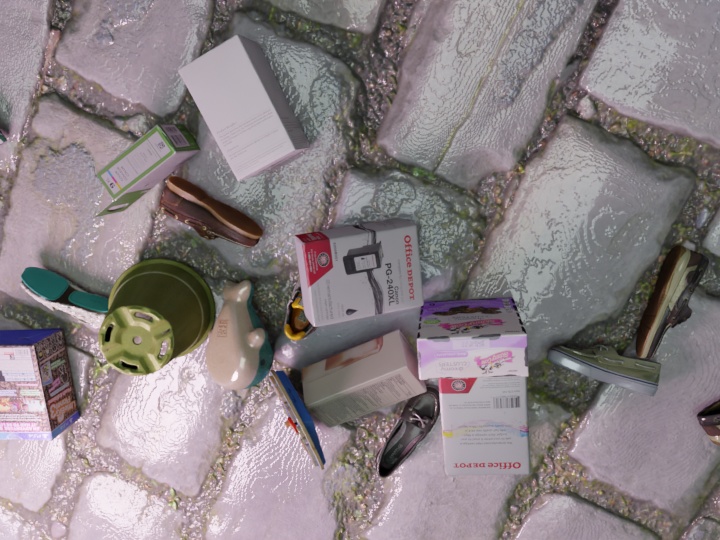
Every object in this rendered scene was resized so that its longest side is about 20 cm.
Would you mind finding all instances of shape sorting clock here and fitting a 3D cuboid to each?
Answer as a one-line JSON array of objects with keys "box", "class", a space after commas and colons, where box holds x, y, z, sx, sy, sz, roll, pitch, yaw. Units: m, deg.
[{"box": [-0.118, 0.271, 1.108, 0.039, 0.200, 0.200, -24, 100, -16], "class": "shape sorting clock"}]

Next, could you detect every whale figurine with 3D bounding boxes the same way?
[{"box": [-0.216, 0.119, 1.139, 0.159, 0.104, 0.201, -6, 80, 41], "class": "whale figurine"}]

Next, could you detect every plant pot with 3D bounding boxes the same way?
[{"box": [-0.369, 0.095, 1.080, 0.199, 0.190, 0.201, -1, 102, -6], "class": "plant pot"}]

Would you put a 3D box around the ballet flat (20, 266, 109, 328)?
[{"box": [-0.569, 0.062, 1.188, 0.200, 0.072, 0.072, 25, 106, 2], "class": "ballet flat"}]

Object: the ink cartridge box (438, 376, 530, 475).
[{"box": [0.213, 0.234, 1.071, 0.145, 0.145, 0.201, -3, 103, 8], "class": "ink cartridge box"}]

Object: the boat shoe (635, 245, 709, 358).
[{"box": [0.521, 0.061, 1.022, 0.065, 0.073, 0.200, 18, 105, 9], "class": "boat shoe"}]

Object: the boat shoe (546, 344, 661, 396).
[{"box": [0.426, 0.162, 1.071, 0.200, 0.072, 0.062, 17, 88, -4], "class": "boat shoe"}]

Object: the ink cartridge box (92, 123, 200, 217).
[{"box": [-0.391, -0.178, 1.082, 0.200, 0.104, 0.059, -34, 96, 15], "class": "ink cartridge box"}]

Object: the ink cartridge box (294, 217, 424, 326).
[{"box": [0.000, 0.000, 1.039, 0.199, 0.083, 0.146, -10, 103, -14], "class": "ink cartridge box"}]

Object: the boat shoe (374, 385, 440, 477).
[{"box": [0.091, 0.309, 1.152, 0.067, 0.057, 0.200, 32, 106, 0], "class": "boat shoe"}]

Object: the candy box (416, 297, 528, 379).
[{"box": [0.182, 0.108, 1.017, 0.167, 0.200, 0.072, -3, 103, 8], "class": "candy box"}]

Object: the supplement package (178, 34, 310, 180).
[{"box": [-0.188, -0.269, 1.023, 0.117, 0.117, 0.200, -24, 99, 14], "class": "supplement package"}]

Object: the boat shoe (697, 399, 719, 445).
[{"box": [0.669, 0.219, 1.031, 0.200, 0.073, 0.065, -41, 98, 15], "class": "boat shoe"}]

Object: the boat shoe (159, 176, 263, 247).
[{"box": [-0.271, -0.092, 1.105, 0.200, 0.070, 0.070, 31, 110, 7], "class": "boat shoe"}]

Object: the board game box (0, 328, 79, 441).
[{"box": [-0.676, 0.227, 1.223, 0.159, 0.097, 0.201, -1, 103, 9], "class": "board game box"}]

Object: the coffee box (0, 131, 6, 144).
[{"box": [-0.770, -0.236, 1.107, 0.200, 0.044, 0.123, -37, 94, -15], "class": "coffee box"}]

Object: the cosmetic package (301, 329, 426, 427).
[{"box": [0.005, 0.197, 1.104, 0.200, 0.087, 0.103, -22, 136, 12], "class": "cosmetic package"}]

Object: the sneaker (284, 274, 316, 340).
[{"box": [-0.083, 0.040, 1.100, 0.078, 0.082, 0.200, 19, 105, 3], "class": "sneaker"}]
